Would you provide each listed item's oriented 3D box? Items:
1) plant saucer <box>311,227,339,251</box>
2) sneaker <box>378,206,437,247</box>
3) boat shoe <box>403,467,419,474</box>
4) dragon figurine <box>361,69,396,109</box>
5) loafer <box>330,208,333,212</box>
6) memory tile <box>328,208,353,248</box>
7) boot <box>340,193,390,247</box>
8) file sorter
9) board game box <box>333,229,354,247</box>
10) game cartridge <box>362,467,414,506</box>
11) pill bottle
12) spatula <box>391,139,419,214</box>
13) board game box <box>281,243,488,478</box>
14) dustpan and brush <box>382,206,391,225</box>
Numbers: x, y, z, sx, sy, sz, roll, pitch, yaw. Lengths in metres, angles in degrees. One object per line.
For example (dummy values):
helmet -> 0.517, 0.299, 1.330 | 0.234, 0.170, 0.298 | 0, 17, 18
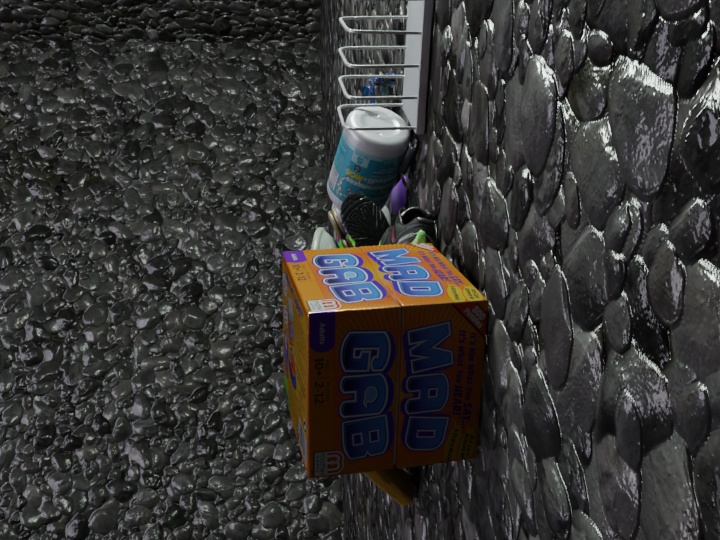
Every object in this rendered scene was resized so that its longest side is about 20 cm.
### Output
plant saucer -> -0.044, 0.030, 1.262 | 0.200, 0.050, 0.201 | -1, -90, -85
sneaker -> 0.077, -0.049, 1.118 | 0.200, 0.076, 0.084 | -144, 71, -79
boat shoe -> 0.077, 0.232, 1.174 | 0.064, 0.071, 0.201 | 34, 140, 33
dragon figurine -> 0.033, -0.315, 1.452 | 0.200, 0.059, 0.100 | -159, 68, -83
loafer -> 0.008, -0.169, 1.422 | 0.201, 0.070, 0.068 | -61, 5, 24
memory tile -> 0.000, 0.000, 1.290 | 0.201, 0.017, 0.153 | 63, -179, 12
boot -> 0.020, -0.054, 1.317 | 0.165, 0.066, 0.200 | 52, 178, -5
file sorter -> 0.032, -0.323, 1.159 | 0.139, 0.124, 0.201 | -104, 14, -61
board game box -> -0.002, -0.004, 1.646 | 0.105, 0.102, 0.201 | 107, 161, -72
game cartridge -> 0.027, 0.286, 1.320 | 0.200, 0.032, 0.177 | 48, -159, -36
pill bottle -> 0.007, -0.170, 1.313 | 0.200, 0.110, 0.111 | 110, 160, -45
spatula -> 0.074, -0.157, 1.279 | 0.200, 0.020, 0.057 | 103, 168, -65
board game box -> 0.017, 0.097, 0.923 | 0.200, 0.199, 0.201 | -123, 32, -66
dustpan and brush -> 0.032, -0.084, 1.509 | 0.200, 0.057, 0.140 | 122, 147, -75
